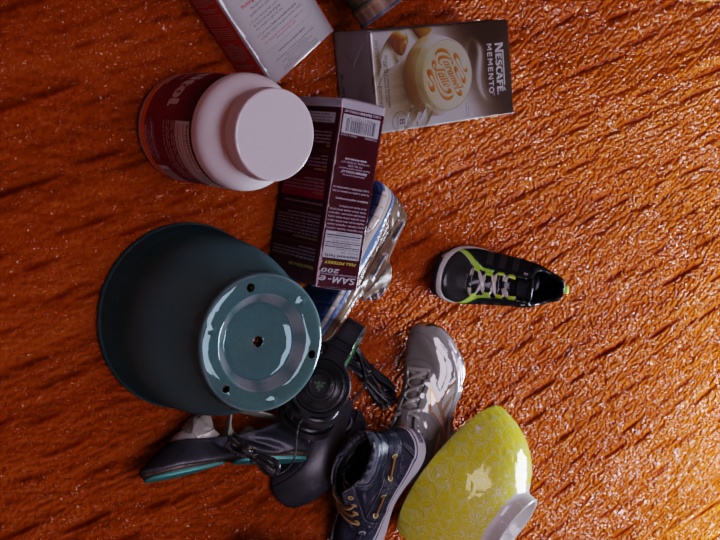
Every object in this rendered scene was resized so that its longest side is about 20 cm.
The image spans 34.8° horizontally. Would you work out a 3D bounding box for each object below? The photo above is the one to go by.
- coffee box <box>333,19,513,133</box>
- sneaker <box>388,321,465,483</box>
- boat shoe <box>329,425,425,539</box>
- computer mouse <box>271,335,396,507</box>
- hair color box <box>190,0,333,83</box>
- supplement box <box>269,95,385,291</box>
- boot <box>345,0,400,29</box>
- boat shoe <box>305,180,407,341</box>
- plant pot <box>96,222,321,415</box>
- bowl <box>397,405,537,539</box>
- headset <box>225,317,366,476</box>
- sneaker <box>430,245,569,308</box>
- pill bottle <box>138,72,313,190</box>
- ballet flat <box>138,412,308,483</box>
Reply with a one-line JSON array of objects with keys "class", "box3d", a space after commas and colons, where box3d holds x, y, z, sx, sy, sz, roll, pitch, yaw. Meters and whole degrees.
[{"class": "coffee box", "box3d": [0.076, -0.228, 1.332, 0.199, 0.079, 0.116, -14, 105, -32]}, {"class": "sneaker", "box3d": [0.073, 0.164, 1.386, 0.092, 0.075, 0.202, -16, 107, -51]}, {"class": "boat shoe", "box3d": [-0.007, 0.264, 1.335, 0.090, 0.071, 0.201, 9, 114, -44]}, {"class": "computer mouse", "box3d": [-0.041, 0.176, 1.339, 0.200, 0.046, 0.141, -47, 121, -19]}, {"class": "hair color box", "box3d": [-0.124, -0.302, 1.195, 0.102, 0.061, 0.201, -45, 120, -20]}, {"class": "supplement box", "box3d": [-0.040, -0.086, 1.260, 0.060, 0.108, 0.202, 7, 95, -35]}, {"class": "boot", "box3d": [0.035, -0.360, 1.283, 0.097, 0.074, 0.200, 51, 49, -13]}, {"class": "boat shoe", "box3d": [0.000, 0.000, 1.323, 0.072, 0.072, 0.201, 35, 78, -34]}, {"class": "plant pot", "box3d": [-0.141, 0.058, 1.161, 0.198, 0.187, 0.202, -4, 98, -32]}, {"class": "bowl", "box3d": [0.149, 0.276, 1.393, 0.200, 0.107, 0.201, -41, 154, -25]}, {"class": "headset", "box3d": [-0.062, 0.132, 1.242, 0.093, 0.124, 0.201, 28, 57, 3]}, {"class": "sneaker", "box3d": [0.181, 0.010, 1.442, 0.199, 0.083, 0.072, 1, 97, -34]}, {"class": "pill bottle", "box3d": [-0.132, -0.138, 1.132, 0.112, 0.199, 0.114, -6, 101, -34]}, {"class": "ballet flat", "box3d": [-0.151, 0.187, 1.260, 0.198, 0.073, 0.074, -3, 100, -29]}]
